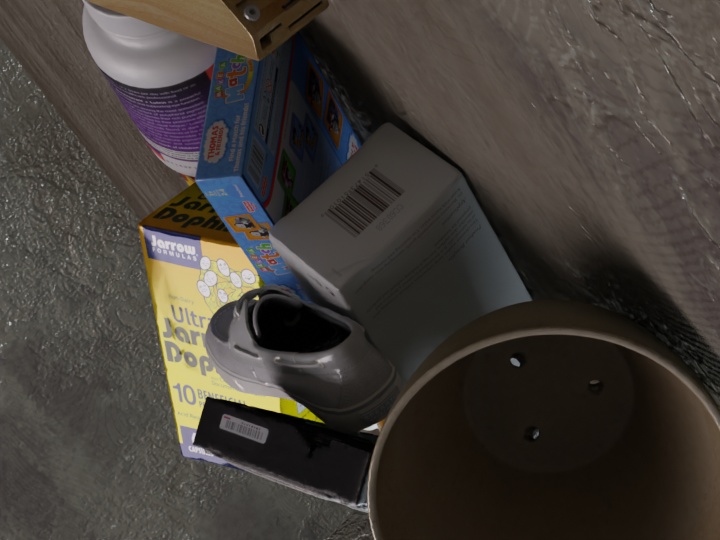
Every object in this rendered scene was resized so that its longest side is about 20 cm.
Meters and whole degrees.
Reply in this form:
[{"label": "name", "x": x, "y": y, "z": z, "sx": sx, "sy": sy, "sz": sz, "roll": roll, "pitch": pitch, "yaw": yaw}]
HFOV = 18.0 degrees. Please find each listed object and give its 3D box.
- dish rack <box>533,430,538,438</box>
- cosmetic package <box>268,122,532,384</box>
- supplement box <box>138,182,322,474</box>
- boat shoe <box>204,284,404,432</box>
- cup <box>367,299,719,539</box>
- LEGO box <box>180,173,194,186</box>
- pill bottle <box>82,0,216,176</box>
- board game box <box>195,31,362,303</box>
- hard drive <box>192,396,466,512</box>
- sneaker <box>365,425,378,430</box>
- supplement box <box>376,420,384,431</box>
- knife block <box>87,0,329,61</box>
[{"label": "dish rack", "x": 0.162, "y": 0.144, "z": 1.599, "sx": 0.200, "sy": 0.055, "sz": 0.154, "roll": 42, "pitch": 171, "yaw": 45}, {"label": "cosmetic package", "x": 0.038, "y": 0.016, "z": 1.455, "sx": 0.081, "sy": 0.113, "sz": 0.200, "roll": 38, "pitch": 165, "yaw": 40}, {"label": "supplement box", "x": -0.074, "y": 0.038, "z": 1.660, "sx": 0.108, "sy": 0.109, "sz": 0.201, "roll": 11, "pitch": 123, "yaw": 32}, {"label": "boat shoe", "x": -0.047, "y": 0.043, "z": 1.409, "sx": 0.200, "sy": 0.072, "sz": 0.069, "roll": 31, "pitch": 152, "yaw": 60}, {"label": "cup", "x": 0.106, "y": 0.096, "z": 1.267, "sx": 0.200, "sy": 0.200, "sz": 0.143, "roll": 51, "pitch": -165, "yaw": -16}, {"label": "LEGO box", "x": -0.057, "y": -0.026, "z": 1.941, "sx": 0.149, "sy": 0.077, "sz": 0.200, "roll": 41, "pitch": 169, "yaw": 46}, {"label": "pill bottle", "x": -0.124, "y": -0.155, "z": 1.547, "sx": 0.111, "sy": 0.111, "sz": 0.200, "roll": 45, "pitch": 172, "yaw": 28}, {"label": "board game box", "x": -0.046, "y": -0.067, "z": 1.480, "sx": 0.200, "sy": 0.036, "sz": 0.152, "roll": 58, "pitch": -148, "yaw": -52}, {"label": "hard drive", "x": 0.013, "y": 0.124, "z": 1.385, "sx": 0.139, "sy": 0.038, "sz": 0.200, "roll": 16, "pitch": 179, "yaw": 40}, {"label": "sneaker", "x": 0.003, "y": 0.019, "z": 1.791, "sx": 0.089, "sy": 0.078, "sz": 0.201, "roll": -40, "pitch": 64, "yaw": 47}, {"label": "supplement box", "x": 0.051, "y": 0.117, "z": 1.598, "sx": 0.069, "sy": 0.066, "sz": 0.200, "roll": 68, "pitch": 178, "yaw": -60}, {"label": "knife block", "x": -0.129, "y": -0.188, "z": 1.365, "sx": 0.200, "sy": 0.064, "sz": 0.176, "roll": 49, "pitch": 151, "yaw": 0}]
